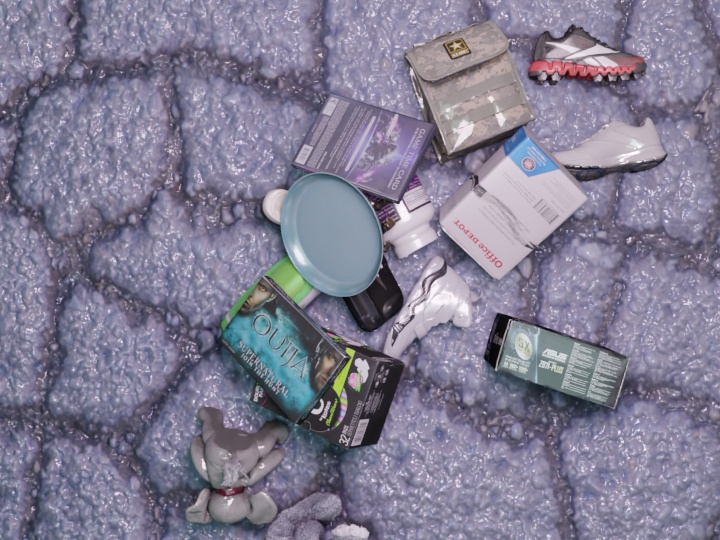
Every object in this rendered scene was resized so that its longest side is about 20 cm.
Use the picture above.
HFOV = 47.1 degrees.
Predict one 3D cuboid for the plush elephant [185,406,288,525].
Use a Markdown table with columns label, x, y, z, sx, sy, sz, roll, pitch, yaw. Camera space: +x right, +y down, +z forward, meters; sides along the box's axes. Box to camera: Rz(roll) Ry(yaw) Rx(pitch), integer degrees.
| label | x | y | z | sx | sy | sz | roll | pitch | yaw |
| --- | --- | --- | --- | --- | --- | --- | --- | --- | --- |
| plush elephant | -0.213 | 0.349 | 1.385 | 0.162 | 0.200 | 0.157 | 9 | 109 | -5 |

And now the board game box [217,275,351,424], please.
| label | x | y | z | sx | sy | sz | roll | pitch | yaw |
| --- | --- | --- | --- | --- | --- | --- | --- | --- | --- |
| board game box | -0.123 | 0.123 | 1.310 | 0.200 | 0.028 | 0.136 | 41 | 101 | 23 |

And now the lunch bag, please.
| label | x | y | z | sx | sy | sz | roll | pitch | yaw |
| --- | --- | --- | --- | --- | --- | --- | --- | --- | --- |
| lunch bag | 0.177 | -0.306 | 1.375 | 0.162 | 0.118 | 0.203 | -21 | 87 | -3 |

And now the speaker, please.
| label | x | y | z | sx | sy | sz | roll | pitch | yaw |
| --- | --- | --- | --- | --- | --- | --- | --- | --- | --- |
| speaker | -0.142 | 0.049 | 1.409 | 0.200 | 0.088 | 0.089 | -43 | 89 | 2 |

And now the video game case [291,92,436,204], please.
| label | x | y | z | sx | sy | sz | roll | pitch | yaw |
| --- | --- | --- | --- | --- | --- | --- | --- | --- | --- |
| video game case | 0.005 | -0.198 | 1.317 | 0.198 | 0.019 | 0.144 | 21 | 73 | 22 |

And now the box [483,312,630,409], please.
| label | x | y | z | sx | sy | sz | roll | pitch | yaw |
| --- | --- | --- | --- | --- | --- | --- | --- | --- | --- |
| box | 0.313 | 0.143 | 1.351 | 0.197 | 0.164 | 0.087 | 18 | 92 | 3 |

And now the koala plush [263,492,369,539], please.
| label | x | y | z | sx | sy | sz | roll | pitch | yaw |
| --- | --- | --- | --- | --- | --- | --- | --- | --- | --- |
| koala plush | -0.052 | 0.472 | 1.324 | 0.198 | 0.182 | 0.181 | -1 | 93 | 43 |

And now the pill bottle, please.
| label | x | y | z | sx | sy | sz | roll | pitch | yaw |
| --- | --- | --- | --- | --- | --- | --- | --- | --- | --- |
| pill bottle | 0.050 | -0.125 | 1.384 | 0.111 | 0.112 | 0.202 | -28 | 90 | 2 |

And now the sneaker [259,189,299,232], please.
| label | x | y | z | sx | sy | sz | roll | pitch | yaw |
| --- | --- | --- | --- | --- | --- | --- | --- | --- | --- |
| sneaker | -0.085 | -0.080 | 1.417 | 0.198 | 0.084 | 0.076 | 30 | 78 | -22 |

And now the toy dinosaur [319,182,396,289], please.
| label | x | y | z | sx | sy | sz | roll | pitch | yaw |
| --- | --- | --- | --- | --- | --- | --- | --- | --- | --- |
| toy dinosaur | 0.007 | -0.069 | 1.332 | 0.077 | 0.102 | 0.202 | -31 | 99 | -33 |

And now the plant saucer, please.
| label | x | y | z | sx | sy | sz | roll | pitch | yaw |
| --- | --- | --- | --- | --- | --- | --- | --- | --- | --- |
| plant saucer | -0.042 | -0.058 | 1.304 | 0.198 | 0.027 | 0.203 | 14 | 117 | 30 |

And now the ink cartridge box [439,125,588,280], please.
| label | x | y | z | sx | sy | sz | roll | pitch | yaw |
| --- | --- | --- | --- | --- | --- | --- | --- | --- | --- |
| ink cartridge box | 0.244 | -0.109 | 1.350 | 0.144 | 0.084 | 0.200 | 42 | 110 | -12 |

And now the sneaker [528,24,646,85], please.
| label | x | y | z | sx | sy | sz | roll | pitch | yaw |
| --- | --- | --- | --- | --- | --- | --- | --- | --- | --- |
| sneaker | 0.383 | -0.363 | 1.388 | 0.197 | 0.071 | 0.100 | 3 | 93 | 4 |

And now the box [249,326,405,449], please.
| label | x | y | z | sx | sy | sz | roll | pitch | yaw |
| --- | --- | --- | --- | --- | --- | --- | --- | --- | --- |
| box | -0.055 | 0.182 | 1.356 | 0.198 | 0.124 | 0.151 | 21 | 92 | 26 |

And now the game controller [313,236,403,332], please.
| label | x | y | z | sx | sy | sz | roll | pitch | yaw |
| --- | --- | --- | --- | --- | --- | --- | --- | --- | --- |
| game controller | 0.000 | 0.000 | 1.396 | 0.104 | 0.042 | 0.202 | -38 | 106 | -36 |

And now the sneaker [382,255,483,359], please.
| label | x | y | z | sx | sy | sz | roll | pitch | yaw |
| --- | --- | --- | --- | --- | --- | --- | --- | --- | --- |
| sneaker | 0.122 | 0.087 | 1.402 | 0.114 | 0.075 | 0.202 | 30 | 89 | 4 |

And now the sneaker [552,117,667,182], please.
| label | x | y | z | sx | sy | sz | roll | pitch | yaw |
| --- | --- | --- | --- | --- | --- | --- | --- | --- | --- |
| sneaker | 0.413 | -0.204 | 1.398 | 0.196 | 0.075 | 0.089 | -9 | 78 | -4 |
